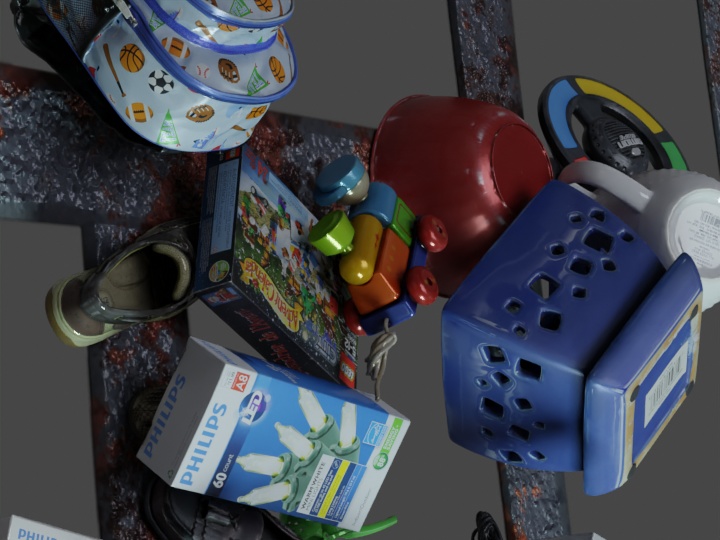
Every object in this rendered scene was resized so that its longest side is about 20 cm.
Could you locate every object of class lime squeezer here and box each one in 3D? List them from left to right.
[{"bbox_3d":[-0.037,0.204,1.465,0.199,0.038,0.071,35,25,-37],"label":"lime squeezer"}]

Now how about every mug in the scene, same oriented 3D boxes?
[{"bbox_3d":[0.274,-0.039,1.663,0.199,0.175,0.148,34,77,-10],"label":"mug"}]

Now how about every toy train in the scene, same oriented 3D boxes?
[{"bbox_3d":[0.000,0.000,1.432,0.116,0.084,0.201,48,33,-26],"label":"toy train"}]

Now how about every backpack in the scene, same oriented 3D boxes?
[{"bbox_3d":[-0.136,-0.189,1.337,0.199,0.154,0.192,-19,77,-48],"label":"backpack"}]

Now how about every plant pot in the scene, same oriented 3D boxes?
[{"bbox_3d":[0.199,0.070,1.570,0.200,0.179,0.201,-47,148,-31],"label":"plant pot"}]

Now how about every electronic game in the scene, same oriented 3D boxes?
[{"bbox_3d":[0.271,-0.129,1.832,0.199,0.042,0.201,24,40,-22],"label":"electronic game"}]

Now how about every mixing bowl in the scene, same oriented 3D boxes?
[{"bbox_3d":[0.114,-0.082,1.647,0.199,0.108,0.202,17,67,-45],"label":"mixing bowl"}]

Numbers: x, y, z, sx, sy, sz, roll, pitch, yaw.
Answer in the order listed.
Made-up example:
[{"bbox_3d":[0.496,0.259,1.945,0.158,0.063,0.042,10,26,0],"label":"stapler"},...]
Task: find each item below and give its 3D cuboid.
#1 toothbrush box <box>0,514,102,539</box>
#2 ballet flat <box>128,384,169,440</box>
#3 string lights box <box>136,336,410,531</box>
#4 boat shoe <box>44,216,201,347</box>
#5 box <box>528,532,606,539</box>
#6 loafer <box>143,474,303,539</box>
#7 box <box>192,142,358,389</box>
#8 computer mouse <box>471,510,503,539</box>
[{"bbox_3d":[-0.221,0.284,1.188,0.145,0.086,0.202,25,63,-42],"label":"toothbrush box"},{"bbox_3d":[-0.091,0.120,1.385,0.199,0.046,0.068,11,72,-36],"label":"ballet flat"},{"bbox_3d":[-0.065,0.130,1.345,0.199,0.059,0.104,20,96,-42],"label":"string lights box"},{"bbox_3d":[-0.156,0.005,1.351,0.200,0.064,0.074,-34,104,-48],"label":"boat shoe"},{"bbox_3d":[0.121,0.312,1.478,0.041,0.199,0.157,35,56,-36],"label":"box"},{"bbox_3d":[-0.084,0.213,1.378,0.200,0.063,0.072,40,52,-34],"label":"loafer"},{"bbox_3d":[-0.064,0.006,1.426,0.200,0.037,0.138,46,36,-46],"label":"box"},{"bbox_3d":[0.141,0.326,1.565,0.139,0.052,0.201,56,10,-31],"label":"computer mouse"}]
